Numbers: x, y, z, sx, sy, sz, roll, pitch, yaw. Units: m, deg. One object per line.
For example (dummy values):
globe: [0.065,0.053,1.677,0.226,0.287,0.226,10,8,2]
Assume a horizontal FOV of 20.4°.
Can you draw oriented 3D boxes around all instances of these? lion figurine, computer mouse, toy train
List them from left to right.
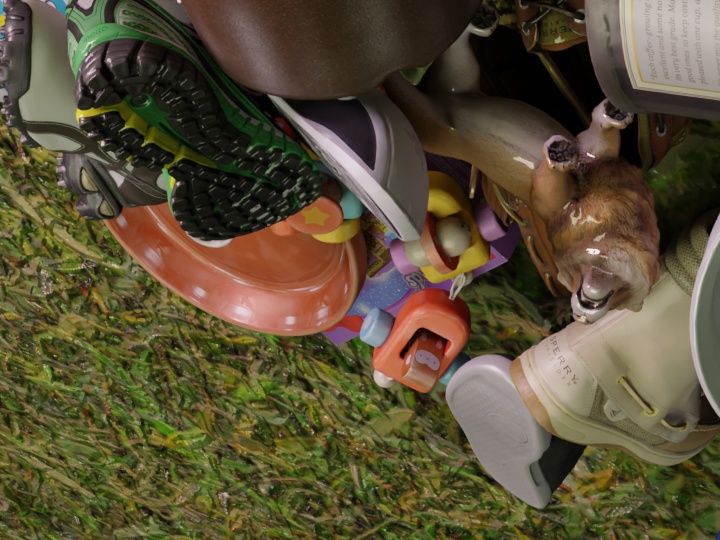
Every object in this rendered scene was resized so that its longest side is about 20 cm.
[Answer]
computer mouse: [-0.018,-0.086,1.022,0.200,0.044,0.110,46,176,38]
toy train: [0.000,0.000,1.161,0.199,0.056,0.150,31,122,-17]
lion figurine: [0.075,-0.064,1.016,0.200,0.072,0.123,42,163,19]

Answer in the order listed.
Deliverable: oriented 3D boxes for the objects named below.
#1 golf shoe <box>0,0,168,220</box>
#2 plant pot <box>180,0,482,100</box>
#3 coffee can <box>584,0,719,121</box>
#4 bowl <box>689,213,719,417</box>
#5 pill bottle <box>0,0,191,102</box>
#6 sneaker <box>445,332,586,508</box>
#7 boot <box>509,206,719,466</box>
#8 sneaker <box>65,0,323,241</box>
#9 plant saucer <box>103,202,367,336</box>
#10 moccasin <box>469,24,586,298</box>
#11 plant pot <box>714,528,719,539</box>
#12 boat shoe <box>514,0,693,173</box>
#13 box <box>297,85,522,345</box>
golf shoe: [-0.133,-0.093,1.077,0.094,0.078,0.200,-5,161,11]
plant pot: [-0.028,-0.198,0.916,0.199,0.201,0.199,13,146,27]
coffee can: [0.214,-0.127,0.849,0.199,0.147,0.147,11,142,29]
bowl: [0.253,-0.001,1.001,0.200,0.091,0.202,-2,118,-4]
pill bottle: [-0.152,-0.169,1.130,0.111,0.111,0.200,45,145,-20]
sneaker: [0.111,0.069,1.226,0.071,0.099,0.200,32,165,22]
boot: [0.194,0.036,1.139,0.155,0.073,0.199,-43,147,25]
sneaker: [-0.081,-0.083,1.026,0.078,0.086,0.200,-24,146,12]
plant saucer: [-0.083,-0.040,1.246,0.199,0.032,0.201,22,144,17]
moccasin: [0.095,-0.056,1.120,0.077,0.074,0.202,-5,143,30]
plant pot: [0.309,0.170,1.128,0.199,0.200,0.180,27,141,9]
boat shoe: [0.113,-0.136,0.994,0.072,0.068,0.200,-6,131,46]
box: [-0.005,-0.034,1.254,0.137,0.039,0.200,42,146,-14]
